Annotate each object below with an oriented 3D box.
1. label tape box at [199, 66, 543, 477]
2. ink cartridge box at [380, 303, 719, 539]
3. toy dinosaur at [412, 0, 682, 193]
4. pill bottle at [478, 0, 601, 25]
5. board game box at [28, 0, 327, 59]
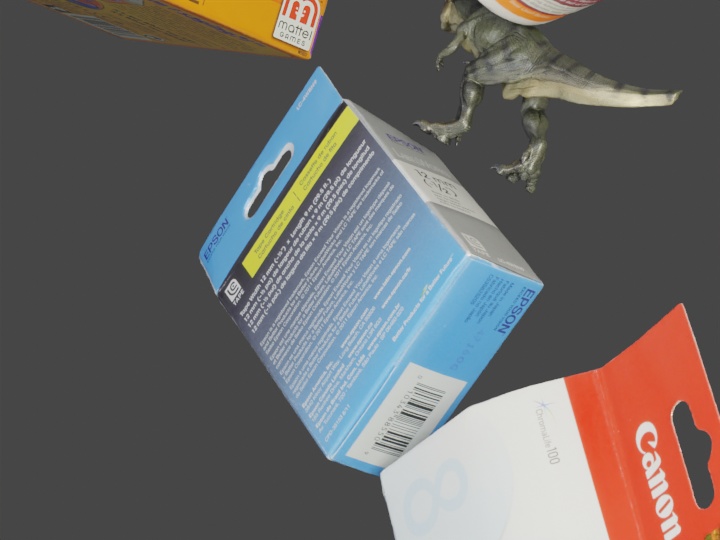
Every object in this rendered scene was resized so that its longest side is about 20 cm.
[{"bbox_3d":[0.000,0.000,1.688,0.144,0.066,0.200,-56,40,17],"label":"label tape box"},{"bbox_3d":[0.103,0.128,1.533,0.200,0.047,0.161,-40,49,35],"label":"ink cartridge box"},{"bbox_3d":[0.084,-0.098,1.646,0.200,0.047,0.088,34,95,46],"label":"toy dinosaur"},{"bbox_3d":[0.145,-0.210,1.563,0.200,0.114,0.115,-19,62,43],"label":"pill bottle"},{"bbox_3d":[-0.135,-0.259,1.832,0.199,0.200,0.201,12,84,49],"label":"board game box"}]
